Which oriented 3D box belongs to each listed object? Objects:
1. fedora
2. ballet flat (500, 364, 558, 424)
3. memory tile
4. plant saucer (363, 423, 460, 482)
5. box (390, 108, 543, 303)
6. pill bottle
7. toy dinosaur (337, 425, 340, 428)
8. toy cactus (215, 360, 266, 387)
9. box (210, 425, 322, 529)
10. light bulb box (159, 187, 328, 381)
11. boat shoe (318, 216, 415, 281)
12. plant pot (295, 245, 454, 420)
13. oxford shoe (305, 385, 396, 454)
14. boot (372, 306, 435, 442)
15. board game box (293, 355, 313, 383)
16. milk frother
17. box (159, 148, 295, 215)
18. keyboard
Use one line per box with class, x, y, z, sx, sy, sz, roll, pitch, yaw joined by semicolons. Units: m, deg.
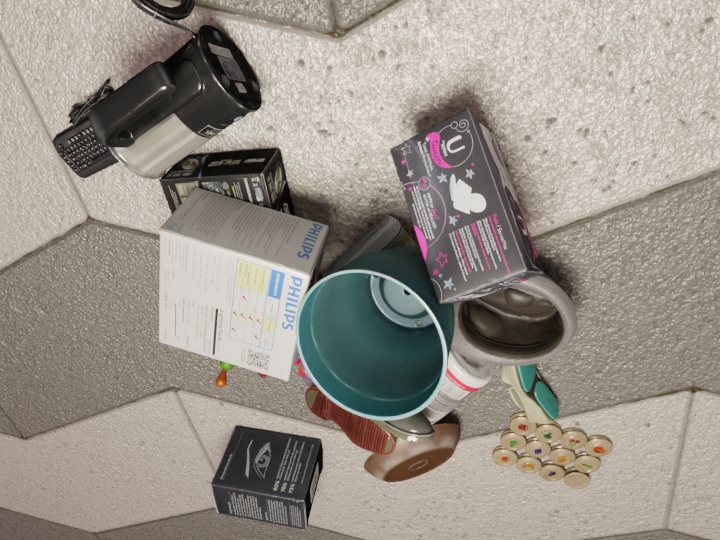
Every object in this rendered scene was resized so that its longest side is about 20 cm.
fedora;0.224;0.055;0.864;0.196;0.091;0.179;-3;123;23
ballet flat;0.275;0.191;0.971;0.068;0.070;0.201;-20;119;24
memory tile;0.362;0.347;1.086;0.196;0.017;0.155;16;127;1
plant saucer;0.104;0.350;1.068;0.197;0.037;0.202;-15;145;-11
box;0.138;-0.073;0.716;0.113;0.132;0.204;-21;80;25
pill bottle;0.121;0.193;0.972;0.110;0.111;0.200;34;125;-13
toy dinosaur;0.043;0.339;1.140;0.100;0.059;0.200;-20;125;43
toy cactus;-0.194;0.123;0.926;0.162;0.104;0.201;-3;140;29
box;-0.189;0.427;1.184;0.196;0.149;0.106;7;127;9
light bulb box;-0.164;0.020;0.797;0.196;0.126;0.201;16;126;1
boat shoe;0.000;0.000;0.889;0.062;0.072;0.199;42;120;-15
plant pot;0.041;0.061;0.768;0.196;0.188;0.204;8;113;19
oxford shoe;-0.006;0.256;1.029;0.198;0.074;0.072;29;116;29
boot;0.061;0.148;0.911;0.180;0.072;0.204;21;102;34
board game box;-0.109;0.139;0.981;0.157;0.039;0.201;38;141;9
milk frother;-0.262;-0.257;0.732;0.186;0.180;0.203;-26;76;21
box;-0.187;-0.071;0.870;0.160;0.087;0.203;-2;124;13
keyboard;-0.390;-0.206;0.850;0.197;0.040;0.105;-20;119;23
